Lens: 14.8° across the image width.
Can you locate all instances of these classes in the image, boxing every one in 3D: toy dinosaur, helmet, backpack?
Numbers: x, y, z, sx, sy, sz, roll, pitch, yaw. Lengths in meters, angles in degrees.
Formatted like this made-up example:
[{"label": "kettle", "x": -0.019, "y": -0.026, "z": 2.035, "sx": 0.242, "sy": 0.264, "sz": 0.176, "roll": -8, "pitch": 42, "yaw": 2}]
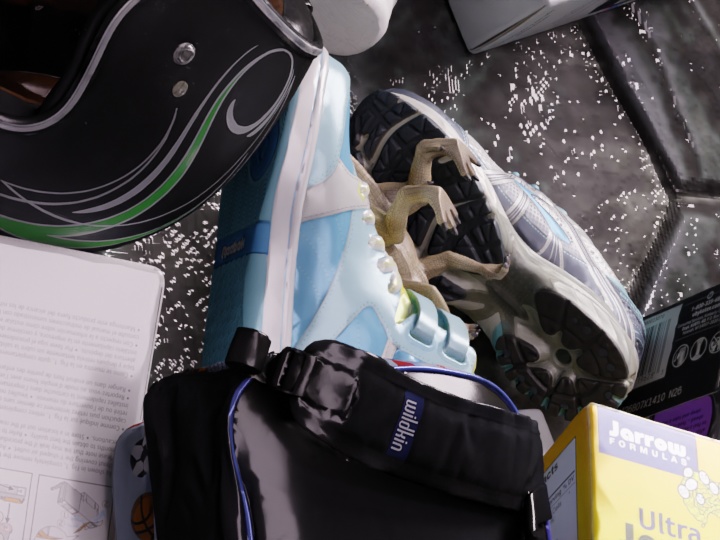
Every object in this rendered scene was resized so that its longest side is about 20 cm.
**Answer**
[{"label": "toy dinosaur", "x": 0.008, "y": -0.025, "z": 1.361, "sx": 0.058, "sy": 0.101, "sz": 0.201, "roll": -34, "pitch": 102, "yaw": -59}, {"label": "helmet", "x": -0.133, "y": -0.101, "z": 1.240, "sx": 0.190, "sy": 0.200, "sz": 0.200, "roll": -36, "pitch": 98, "yaw": 10}, {"label": "backpack", "x": -0.006, "y": 0.125, "z": 1.184, "sx": 0.190, "sy": 0.154, "sz": 0.201, "roll": 0, "pitch": 87, "yaw": -39}]

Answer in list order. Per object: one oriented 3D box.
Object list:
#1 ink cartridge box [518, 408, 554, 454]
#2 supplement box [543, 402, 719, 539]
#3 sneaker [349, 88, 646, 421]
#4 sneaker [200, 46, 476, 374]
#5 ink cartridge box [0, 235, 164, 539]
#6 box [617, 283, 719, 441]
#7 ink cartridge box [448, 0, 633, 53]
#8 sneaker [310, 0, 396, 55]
[{"label": "ink cartridge box", "x": 0.033, "y": 0.165, "z": 1.322, "sx": 0.199, "sy": 0.043, "sz": 0.197, "roll": -4, "pitch": 59, "yaw": -30}, {"label": "supplement box", "x": 0.127, "y": 0.181, "z": 1.261, "sx": 0.109, "sy": 0.109, "sz": 0.201, "roll": 17, "pitch": 50, "yaw": -18}, {"label": "sneaker", "x": 0.069, "y": -0.013, "z": 1.421, "sx": 0.200, "sy": 0.078, "sz": 0.086, "roll": 50, "pitch": 30, "yaw": -2}, {"label": "sneaker", "x": 0.000, "y": 0.000, "z": 1.312, "sx": 0.130, "sy": 0.079, "sz": 0.201, "roll": 11, "pitch": 85, "yaw": -20}, {"label": "ink cartridge box", "x": -0.195, "y": 0.068, "z": 1.184, "sx": 0.199, "sy": 0.045, "sz": 0.177, "roll": 12, "pitch": 80, "yaw": -18}, {"label": "box", "x": 0.232, "y": 0.101, "z": 1.445, "sx": 0.199, "sy": 0.122, "sz": 0.107, "roll": 28, "pitch": 63, "yaw": -22}, {"label": "ink cartridge box", "x": 0.127, "y": -0.219, "z": 1.496, "sx": 0.199, "sy": 0.083, "sz": 0.147, "roll": -21, "pitch": 87, "yaw": -33}, {"label": "sneaker", "x": -0.057, "y": -0.199, "z": 1.396, "sx": 0.200, "sy": 0.075, "sz": 0.089, "roll": 42, "pitch": 46, "yaw": -21}]
